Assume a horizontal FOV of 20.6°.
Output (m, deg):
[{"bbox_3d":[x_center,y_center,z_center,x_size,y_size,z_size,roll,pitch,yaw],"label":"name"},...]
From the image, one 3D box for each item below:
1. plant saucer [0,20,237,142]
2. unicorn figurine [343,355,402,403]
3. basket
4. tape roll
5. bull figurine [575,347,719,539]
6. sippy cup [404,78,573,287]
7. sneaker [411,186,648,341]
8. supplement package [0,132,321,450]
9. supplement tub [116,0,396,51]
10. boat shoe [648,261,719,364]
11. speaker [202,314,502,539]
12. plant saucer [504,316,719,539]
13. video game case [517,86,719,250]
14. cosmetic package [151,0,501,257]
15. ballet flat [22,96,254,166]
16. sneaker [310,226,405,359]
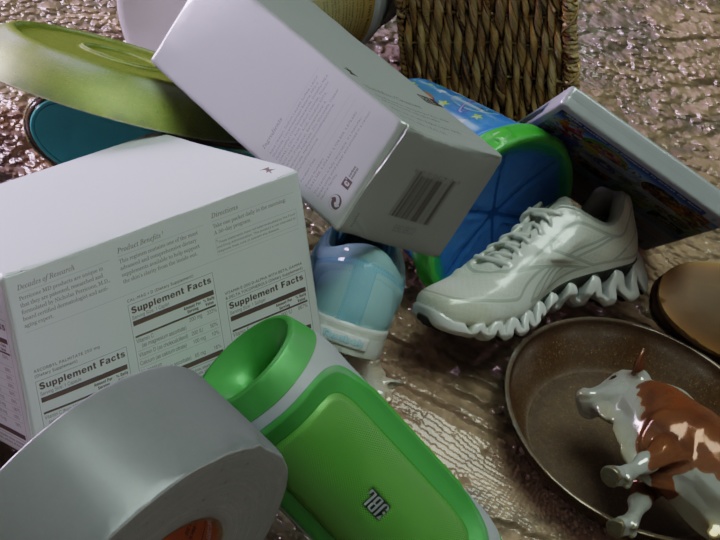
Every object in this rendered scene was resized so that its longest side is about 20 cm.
[{"bbox_3d":[-0.163,-0.130,1.320,0.200,0.031,0.200,16,11,-3],"label":"plant saucer"},{"bbox_3d":[-0.063,0.072,1.218,0.200,0.074,0.137,22,28,8],"label":"unicorn figurine"},{"bbox_3d":[0.115,-0.221,1.516,0.149,0.200,0.143,6,31,21],"label":"basket"},{"bbox_3d":[-0.130,0.145,1.006,0.066,0.200,0.200,41,42,21],"label":"tape roll"},{"bbox_3d":[0.211,0.134,1.236,0.200,0.065,0.121,33,44,16],"label":"bull figurine"},{"bbox_3d":[0.059,-0.068,1.406,0.140,0.178,0.130,-42,53,-9],"label":"sippy cup"},{"bbox_3d":[0.115,-0.006,1.362,0.200,0.081,0.075,-17,26,-37],"label":"sneaker"},{"bbox_3d":[-0.152,0.007,1.160,0.200,0.111,0.156,-21,24,-34],"label":"supplement package"},{"bbox_3d":[-0.069,-0.213,1.489,0.144,0.145,0.200,40,42,20],"label":"supplement tub"},{"bbox_3d":[0.295,0.049,1.430,0.200,0.070,0.071,19,72,-11],"label":"boat shoe"},{"bbox_3d":[-0.002,0.119,1.123,0.200,0.088,0.089,48,33,-21],"label":"speaker"},{"bbox_3d":[0.184,0.114,1.324,0.200,0.037,0.201,14,39,-12],"label":"plant saucer"},{"bbox_3d":[0.179,-0.069,1.413,0.143,0.200,0.018,35,82,-5],"label":"video game case"},{"bbox_3d":[-0.023,-0.100,1.226,0.200,0.081,0.113,44,17,32],"label":"cosmetic package"},{"bbox_3d":[-0.137,-0.085,1.381,0.200,0.071,0.071,13,40,-11],"label":"ballet flat"},{"bbox_3d":[0.000,0.000,1.274,0.074,0.082,0.200,21,8,-10],"label":"sneaker"}]
